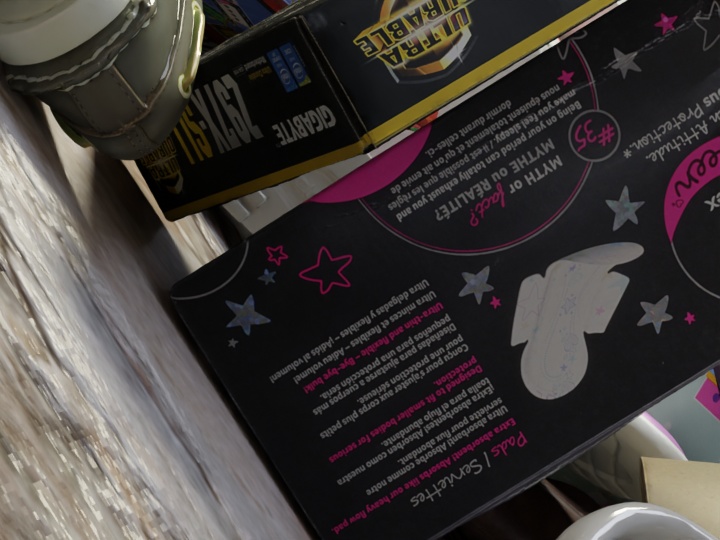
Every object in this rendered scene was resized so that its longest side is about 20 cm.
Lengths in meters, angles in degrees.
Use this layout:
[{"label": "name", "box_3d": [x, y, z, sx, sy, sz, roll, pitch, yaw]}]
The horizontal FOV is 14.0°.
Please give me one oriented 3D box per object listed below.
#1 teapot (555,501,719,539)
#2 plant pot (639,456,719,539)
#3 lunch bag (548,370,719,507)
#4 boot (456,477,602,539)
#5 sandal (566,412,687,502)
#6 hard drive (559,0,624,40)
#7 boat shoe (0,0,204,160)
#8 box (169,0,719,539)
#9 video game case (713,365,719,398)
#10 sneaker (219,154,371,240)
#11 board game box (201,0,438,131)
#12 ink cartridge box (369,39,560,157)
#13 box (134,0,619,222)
[{"label": "teapot", "box_3d": [0.129, 0.189, 0.826, 0.200, 0.198, 0.146, 29, 29, 35]}, {"label": "plant pot", "box_3d": [0.202, 0.154, 1.024, 0.187, 0.199, 0.188, -3, 90, -85]}, {"label": "lunch bag", "box_3d": [0.098, 0.061, 1.318, 0.200, 0.077, 0.161, 24, -24, 52]}, {"label": "boot", "box_3d": [0.088, 0.145, 1.182, 0.166, 0.072, 0.200, 42, 10, -30]}, {"label": "sandal", "box_3d": [0.060, 0.027, 1.188, 0.202, 0.050, 0.083, 30, -17, 30]}, {"label": "hard drive", "box_3d": [0.030, -0.134, 1.487, 0.132, 0.200, 0.026, 57, 33, -1]}, {"label": "boat shoe", "box_3d": [-0.087, -0.103, 0.944, 0.060, 0.072, 0.202, 56, 12, -28]}, {"label": "box", "box_3d": [0.057, -0.002, 0.957, 0.115, 0.200, 0.132, 59, 6, -1]}, {"label": "video game case", "box_3d": [0.204, 0.133, 1.194, 0.143, 0.019, 0.200, 45, -21, 46]}, {"label": "sneaker", "box_3d": [0.000, 0.000, 1.142, 0.200, 0.076, 0.081, 59, -4, -1]}, {"label": "board game box", "box_3d": [-0.049, -0.100, 1.126, 0.103, 0.020, 0.200, 16, -8, 25]}, {"label": "ink cartridge box", "box_3d": [0.014, -0.093, 1.353, 0.083, 0.146, 0.200, 57, 6, 1]}, {"label": "box", "box_3d": [0.020, -0.082, 0.935, 0.049, 0.159, 0.200, 62, -21, -6]}]
